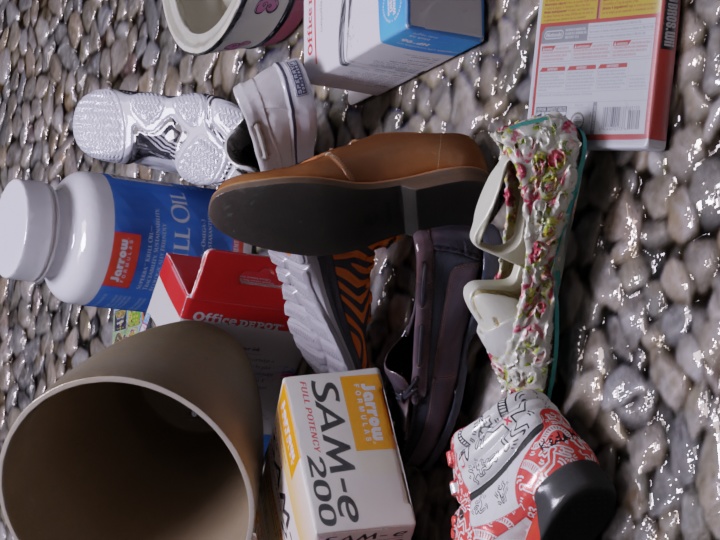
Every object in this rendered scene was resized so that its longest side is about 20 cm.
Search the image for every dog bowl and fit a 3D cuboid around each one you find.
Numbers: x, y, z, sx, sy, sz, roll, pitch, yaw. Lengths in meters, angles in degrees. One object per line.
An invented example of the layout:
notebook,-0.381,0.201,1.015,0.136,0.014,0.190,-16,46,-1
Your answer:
dog bowl,-0.095,-0.275,1.873,0.200,0.073,0.202,-18,70,60

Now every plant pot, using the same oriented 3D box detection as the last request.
plant pot,-0.146,0.119,1.648,0.200,0.186,0.188,-66,-3,-65

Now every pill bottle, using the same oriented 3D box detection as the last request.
pill bottle,-0.200,-0.023,1.883,0.112,0.199,0.113,-19,69,59

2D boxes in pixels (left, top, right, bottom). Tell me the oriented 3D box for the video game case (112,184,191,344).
video game case,-0.191,0.032,2.047,0.143,0.018,0.202,-14,72,60

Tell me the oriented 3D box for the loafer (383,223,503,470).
loafer,0.042,0.050,1.538,0.072,0.062,0.201,-106,27,-52

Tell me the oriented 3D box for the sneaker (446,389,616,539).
sneaker,0.084,0.172,1.446,0.202,0.067,0.108,-60,42,28

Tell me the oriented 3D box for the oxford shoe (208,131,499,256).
oxford shoe,-0.009,-0.059,1.552,0.072,0.198,0.072,97,165,-49

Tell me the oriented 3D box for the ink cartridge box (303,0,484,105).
ink cartridge box,0.012,-0.202,1.662,0.200,0.067,0.117,-21,66,59

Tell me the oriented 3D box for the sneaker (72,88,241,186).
sneaker,-0.138,-0.115,1.925,0.199,0.115,0.076,11,95,27

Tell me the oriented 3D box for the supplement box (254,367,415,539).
supplement box,-0.023,0.176,1.584,0.201,0.073,0.127,104,157,-53

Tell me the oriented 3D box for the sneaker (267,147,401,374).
sneaker,0.000,0.000,1.641,0.077,0.112,0.201,32,147,46

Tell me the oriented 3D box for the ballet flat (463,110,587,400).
ballet flat,0.099,-0.005,1.444,0.076,0.063,0.202,-134,49,-70

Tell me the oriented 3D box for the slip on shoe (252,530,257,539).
slip on shoe,-0.091,0.237,1.780,0.199,0.060,0.077,16,91,43

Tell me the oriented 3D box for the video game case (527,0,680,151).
video game case,0.158,-0.177,1.436,0.143,0.017,0.202,7,91,62

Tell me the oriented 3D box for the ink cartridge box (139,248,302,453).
ink cartridge box,-0.111,0.058,1.788,0.067,0.115,0.201,57,132,51

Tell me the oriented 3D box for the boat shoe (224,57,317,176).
boat shoe,-0.072,-0.093,1.731,0.200,0.065,0.072,102,150,-69
